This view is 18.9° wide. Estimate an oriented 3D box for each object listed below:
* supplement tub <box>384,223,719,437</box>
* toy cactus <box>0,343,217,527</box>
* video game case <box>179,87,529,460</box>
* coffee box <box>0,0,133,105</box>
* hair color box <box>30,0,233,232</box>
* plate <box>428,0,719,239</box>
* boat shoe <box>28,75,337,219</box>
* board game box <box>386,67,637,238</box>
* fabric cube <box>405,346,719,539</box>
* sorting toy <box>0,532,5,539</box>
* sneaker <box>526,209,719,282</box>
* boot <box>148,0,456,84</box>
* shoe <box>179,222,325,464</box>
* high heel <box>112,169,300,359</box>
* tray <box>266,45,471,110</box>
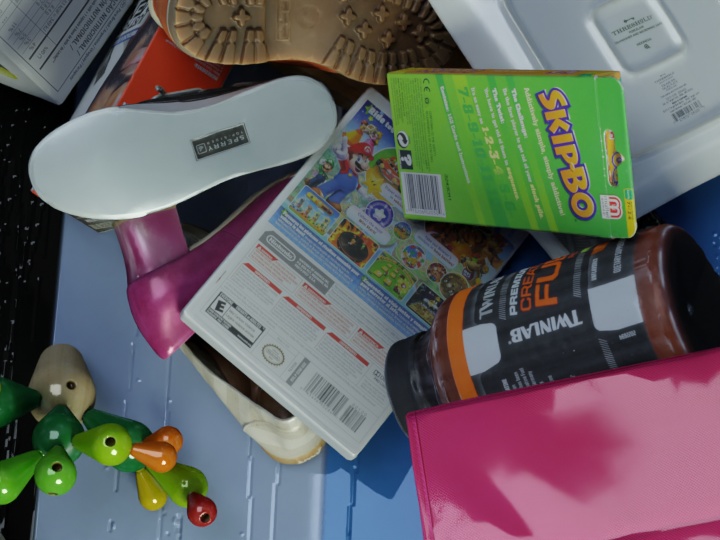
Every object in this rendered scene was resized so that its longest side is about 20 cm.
[{"bbox_3d":[0.115,0.049,1.301,0.199,0.107,0.107,-19,63,26],"label":"supplement tub"},{"bbox_3d":[-0.192,0.107,1.399,0.199,0.103,0.165,10,24,-12],"label":"toy cactus"},{"bbox_3d":[0.000,0.000,1.386,0.143,0.018,0.200,40,71,-2],"label":"video game case"},{"bbox_3d":[-0.266,-0.266,1.502,0.199,0.198,0.200,22,75,42],"label":"coffee box"},{"bbox_3d":[-0.140,-0.129,1.476,0.064,0.111,0.201,31,76,-20],"label":"hair color box"},{"bbox_3d":[0.170,-0.143,1.359,0.199,0.032,0.200,-26,77,-24],"label":"plate"},{"bbox_3d":[-0.116,-0.085,1.387,0.199,0.068,0.074,-20,101,-10],"label":"boat shoe"},{"bbox_3d":[0.094,-0.073,1.306,0.200,0.030,0.096,8,110,51],"label":"board game box"},{"bbox_3d":[0.153,0.176,1.224,0.199,0.196,0.201,-14,65,11],"label":"fabric cube"},{"bbox_3d":[-0.306,0.233,1.402,0.198,0.070,0.200,-36,64,0],"label":"sorting toy"},{"bbox_3d":[0.145,-0.042,1.361,0.200,0.074,0.079,38,124,15],"label":"sneaker"},{"bbox_3d":[-0.039,-0.166,1.402,0.199,0.107,0.075,4,98,-22],"label":"boot"},{"bbox_3d":[-0.085,0.038,1.428,0.070,0.053,0.200,-37,63,-1],"label":"shoe"},{"bbox_3d":[-0.059,-0.009,1.413,0.199,0.067,0.096,-13,80,-28],"label":"high heel"},{"bbox_3d":[0.021,-0.152,1.487,0.200,0.037,0.099,31,80,24],"label":"tray"}]
